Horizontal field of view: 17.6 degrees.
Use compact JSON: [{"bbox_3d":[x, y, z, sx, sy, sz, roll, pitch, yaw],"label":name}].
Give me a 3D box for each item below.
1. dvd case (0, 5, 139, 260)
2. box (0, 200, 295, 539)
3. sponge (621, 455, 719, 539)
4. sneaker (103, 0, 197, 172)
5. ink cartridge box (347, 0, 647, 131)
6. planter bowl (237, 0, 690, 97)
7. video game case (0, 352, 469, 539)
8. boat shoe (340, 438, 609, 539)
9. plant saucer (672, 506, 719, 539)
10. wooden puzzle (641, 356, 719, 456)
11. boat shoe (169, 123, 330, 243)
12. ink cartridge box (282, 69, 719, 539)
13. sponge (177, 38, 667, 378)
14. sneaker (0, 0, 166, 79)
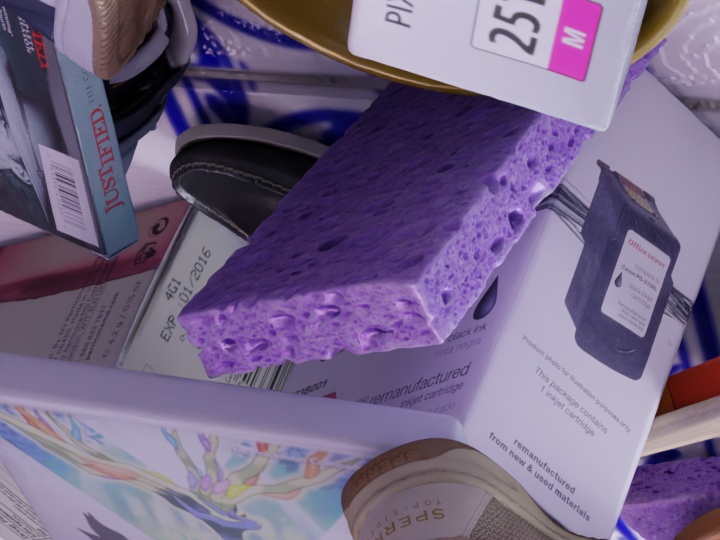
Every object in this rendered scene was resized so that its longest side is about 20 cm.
[{"bbox_3d":[-0.171,-0.096,0.943,0.200,0.022,0.146,23,134,43],"label":"dvd case"},{"bbox_3d":[-0.128,0.057,1.162,0.200,0.109,0.128,-11,135,41],"label":"box"},{"bbox_3d":[0.230,0.155,1.151,0.200,0.030,0.111,41,143,-26],"label":"sponge"},{"bbox_3d":[-0.115,-0.081,0.970,0.079,0.078,0.200,33,152,25],"label":"sneaker"},{"bbox_3d":[0.013,-0.140,0.702,0.173,0.044,0.200,17,147,6],"label":"ink cartridge box"},{"bbox_3d":[0.028,-0.155,0.785,0.200,0.084,0.200,16,147,11],"label":"planter bowl"},{"bbox_3d":[-0.035,0.103,0.885,0.200,0.022,0.182,7,143,25],"label":"video game case"},{"bbox_3d":[0.068,0.129,0.806,0.071,0.065,0.200,-38,132,22],"label":"boat shoe"},{"bbox_3d":[0.238,0.161,1.086,0.200,0.032,0.200,13,143,10],"label":"plant saucer"},{"bbox_3d":[0.173,0.046,0.952,0.185,0.037,0.200,-9,174,-42],"label":"wooden puzzle"},{"bbox_3d":[0.000,0.000,1.045,0.200,0.068,0.072,31,148,-11],"label":"boat shoe"},{"bbox_3d":[0.052,0.025,0.926,0.084,0.200,0.145,41,143,-22],"label":"ink cartridge box"},{"bbox_3d":[0.027,-0.035,0.854,0.111,0.200,0.030,-12,117,40],"label":"sponge"},{"bbox_3d":[-0.111,-0.135,0.744,0.108,0.070,0.200,33,161,3],"label":"sneaker"}]
